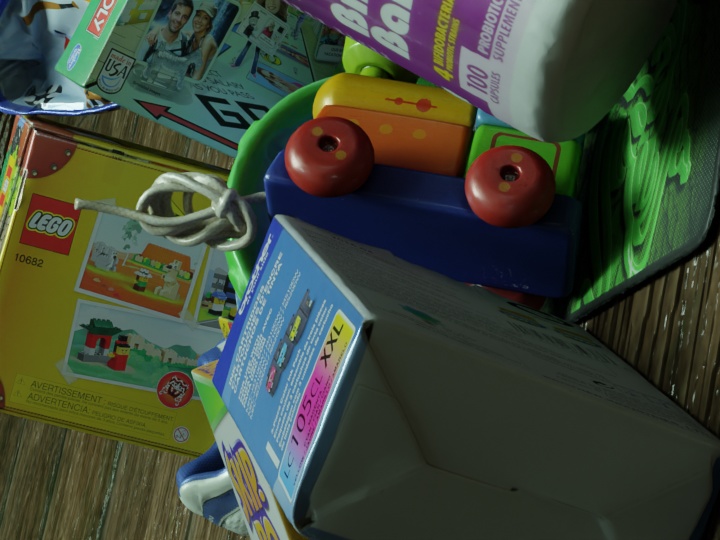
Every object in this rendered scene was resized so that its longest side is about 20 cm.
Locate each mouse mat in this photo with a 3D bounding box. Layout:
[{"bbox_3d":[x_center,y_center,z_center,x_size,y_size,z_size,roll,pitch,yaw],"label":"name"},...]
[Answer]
[{"bbox_3d":[0.111,-0.083,0.841,0.161,0.007,0.201,140,141,-65],"label":"mouse mat"}]

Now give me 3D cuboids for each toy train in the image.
[{"bbox_3d":[-0.004,-0.059,0.859,0.085,0.199,0.116,86,-164,-57],"label":"toy train"}]

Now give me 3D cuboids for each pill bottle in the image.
[{"bbox_3d":[0.017,-0.139,0.804,0.112,0.199,0.113,-48,-23,-29],"label":"pill bottle"}]

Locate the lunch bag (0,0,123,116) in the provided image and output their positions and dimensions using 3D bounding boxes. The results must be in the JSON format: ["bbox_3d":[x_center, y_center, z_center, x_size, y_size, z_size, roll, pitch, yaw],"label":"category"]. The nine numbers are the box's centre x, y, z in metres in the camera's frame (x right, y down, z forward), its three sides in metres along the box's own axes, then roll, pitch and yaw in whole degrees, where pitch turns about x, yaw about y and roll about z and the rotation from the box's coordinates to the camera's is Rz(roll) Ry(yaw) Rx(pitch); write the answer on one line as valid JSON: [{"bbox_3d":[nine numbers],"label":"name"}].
[{"bbox_3d":[-0.089,-0.152,1.119,0.200,0.124,0.170,-30,-3,34],"label":"lunch bag"}]

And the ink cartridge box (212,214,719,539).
[{"bbox_3d":[0.029,0.046,0.762,0.077,0.136,0.200,-67,16,9],"label":"ink cartridge box"}]

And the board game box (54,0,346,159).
[{"bbox_3d":[-0.030,-0.113,0.986,0.029,0.199,0.135,33,98,46],"label":"board game box"}]

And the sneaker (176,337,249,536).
[{"bbox_3d":[-0.034,0.041,1.087,0.075,0.088,0.201,-153,80,-76],"label":"sneaker"}]

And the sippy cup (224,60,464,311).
[{"bbox_3d":[0.000,0.000,0.948,0.178,0.139,0.130,-49,-6,-22],"label":"sippy cup"}]

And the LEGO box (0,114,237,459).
[{"bbox_3d":[-0.103,0.015,1.145,0.077,0.199,0.150,-147,73,-73],"label":"LEGO box"}]

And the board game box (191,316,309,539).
[{"bbox_3d":[-0.025,0.118,0.895,0.095,0.030,0.201,-174,66,-75],"label":"board game box"}]
